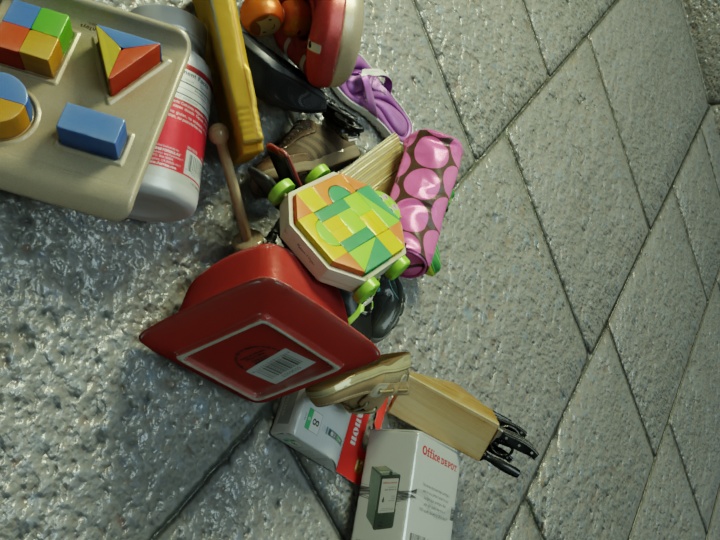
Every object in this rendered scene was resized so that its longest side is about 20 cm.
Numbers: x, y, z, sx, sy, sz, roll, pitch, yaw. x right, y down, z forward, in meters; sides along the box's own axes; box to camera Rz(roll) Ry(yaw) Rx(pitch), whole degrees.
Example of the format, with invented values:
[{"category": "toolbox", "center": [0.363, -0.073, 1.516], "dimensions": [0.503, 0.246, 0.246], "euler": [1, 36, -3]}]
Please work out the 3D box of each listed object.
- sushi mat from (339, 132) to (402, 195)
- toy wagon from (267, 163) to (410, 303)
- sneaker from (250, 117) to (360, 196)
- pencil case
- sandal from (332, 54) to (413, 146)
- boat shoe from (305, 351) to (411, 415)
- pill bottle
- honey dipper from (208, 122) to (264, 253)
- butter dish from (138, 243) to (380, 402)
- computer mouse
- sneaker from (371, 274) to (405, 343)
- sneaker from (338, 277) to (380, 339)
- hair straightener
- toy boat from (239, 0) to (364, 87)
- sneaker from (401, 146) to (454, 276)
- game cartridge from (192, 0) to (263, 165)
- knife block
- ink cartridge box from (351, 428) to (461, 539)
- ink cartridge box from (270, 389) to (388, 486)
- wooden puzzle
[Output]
[{"category": "sushi mat", "center": [0.004, -0.103, 1.089], "dimensions": [0.200, 0.012, 0.097], "euler": [-41, 127, -37]}, {"category": "toy wagon", "center": [-0.008, -0.054, 0.903], "dimensions": [0.156, 0.040, 0.199], "euler": [49, 39, 7]}, {"category": "sneaker", "center": [-0.082, -0.151, 1.027], "dimensions": [0.199, 0.070, 0.076], "euler": [-26, 85, -52]}, {"category": "pencil case", "center": [0.075, -0.097, 1.090], "dimensions": [0.092, 0.091, 0.202], "euler": [20, 64, -2]}, {"category": "sandal", "center": [0.024, -0.261, 1.171], "dimensions": [0.202, 0.049, 0.084], "euler": [36, 57, -41]}, {"category": "boat shoe", "center": [0.007, 0.149, 1.001], "dimensions": [0.199, 0.070, 0.066], "euler": [-8, 91, -53]}, {"category": "pill bottle", "center": [-0.211, -0.161, 0.819], "dimensions": [0.112, 0.111, 0.203], "euler": [21, 68, -47]}, {"category": "honey dipper", "center": [-0.138, -0.075, 0.890], "dimensions": [0.202, 0.037, 0.038], "euler": [81, 32, -44]}, {"category": "butter dish", "center": [-0.105, 0.038, 0.878], "dimensions": [0.199, 0.198, 0.150], "euler": [38, 39, -40]}, {"category": "computer mouse", "center": [-0.091, -0.223, 0.988], "dimensions": [0.053, 0.139, 0.199], "euler": [-49, 143, 13]}, {"category": "sneaker", "center": [0.020, 0.005, 1.121], "dimensions": [0.079, 0.075, 0.203], "euler": [28, 56, -29]}, {"category": "sneaker", "center": [0.000, 0.000, 1.002], "dimensions": [0.072, 0.082, 0.203], "euler": [-34, 115, -66]}, {"category": "hair straightener", "center": [-0.095, -0.061, 0.959], "dimensions": [0.077, 0.041, 0.201], "euler": [-52, 155, -19]}, {"category": "toy boat", "center": [-0.081, -0.303, 0.958], "dimensions": [0.129, 0.200, 0.132], "euler": [-7, 128, -28]}, {"category": "sneaker", "center": [0.105, -0.093, 1.206], "dimensions": [0.074, 0.082, 0.204], "euler": [174, -91, -85]}, {"category": "game cartridge", "center": [-0.145, -0.222, 0.876], "dimensions": [0.032, 0.176, 0.203], "euler": [-15, 97, -13]}, {"category": "knife block", "center": [0.157, 0.228, 1.155], "dimensions": [0.199, 0.175, 0.065], "euler": [22, 100, -49]}, {"category": "ink cartridge box", "center": [0.063, 0.332, 1.088], "dimensions": [0.146, 0.083, 0.203], "euler": [39, 55, -50]}, {"category": "ink cartridge box", "center": [-0.018, 0.179, 1.055], "dimensions": [0.200, 0.050, 0.163], "euler": [40, 55, -37]}, {"category": "wooden puzzle", "center": [-0.268, -0.163, 0.721], "dimensions": [0.182, 0.046, 0.203], "euler": [16, 69, -5]}]
